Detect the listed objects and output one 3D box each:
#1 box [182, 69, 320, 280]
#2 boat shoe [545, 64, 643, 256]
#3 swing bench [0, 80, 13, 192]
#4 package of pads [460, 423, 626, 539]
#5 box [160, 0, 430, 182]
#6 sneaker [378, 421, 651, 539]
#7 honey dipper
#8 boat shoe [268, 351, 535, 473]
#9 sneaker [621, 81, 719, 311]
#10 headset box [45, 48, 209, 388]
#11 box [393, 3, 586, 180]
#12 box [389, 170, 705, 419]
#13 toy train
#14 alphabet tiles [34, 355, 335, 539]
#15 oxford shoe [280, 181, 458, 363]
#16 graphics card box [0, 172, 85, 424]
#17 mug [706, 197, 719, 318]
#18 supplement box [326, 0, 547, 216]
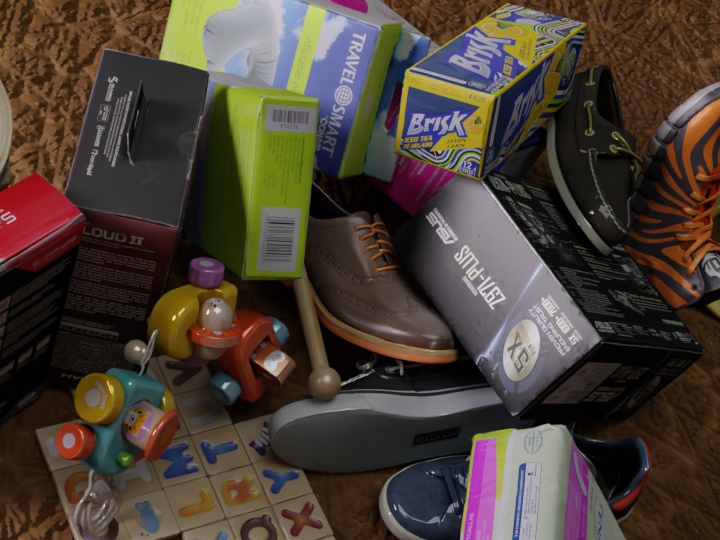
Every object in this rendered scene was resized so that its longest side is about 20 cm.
[{"bbox_3d":[-0.089,-0.072,1.001,0.048,0.122,0.200,1,12,-23],"label":"box"},{"bbox_3d":[0.182,-0.093,1.100,0.072,0.060,0.201,47,24,-34],"label":"boat shoe"},{"bbox_3d":[-0.305,-0.012,0.882,0.200,0.199,0.130,-29,68,-35],"label":"swing bench"},{"bbox_3d":[0.123,0.208,0.881,0.068,0.200,0.155,-13,39,23],"label":"package of pads"},{"bbox_3d":[-0.057,-0.152,1.098,0.200,0.122,0.048,22,18,19],"label":"box"},{"bbox_3d":[0.112,0.143,0.995,0.199,0.085,0.075,-4,55,-23],"label":"sneaker"},{"bbox_3d":[-0.045,0.004,1.001,0.038,0.038,0.200,1,54,-20],"label":"honey dipper"},{"bbox_3d":[0.026,0.090,1.012,0.199,0.074,0.068,-8,48,-18],"label":"boat shoe"},{"bbox_3d":[0.265,-0.043,1.111,0.077,0.200,0.112,-10,49,-36],"label":"sneaker"},{"bbox_3d":[-0.157,-0.035,0.950,0.077,0.200,0.149,11,48,-8],"label":"headset box"},{"bbox_3d":[0.097,-0.134,1.029,0.070,0.064,0.200,19,30,19],"label":"box"},{"bbox_3d":[0.140,0.020,1.045,0.200,0.086,0.164,8,43,-57],"label":"box"},{"bbox_3d":[-0.105,0.081,0.915,0.056,0.151,0.200,23,52,27],"label":"toy train"},{"bbox_3d":[-0.117,0.143,0.958,0.167,0.008,0.200,-12,59,-28],"label":"alphabet tiles"},{"bbox_3d":[0.000,0.000,1.029,0.071,0.073,0.200,-5,32,-46],"label":"oxford shoe"},{"bbox_3d":[-0.240,0.041,0.863,0.051,0.200,0.125,42,51,14],"label":"graphics card box"},{"bbox_3d":[0.340,-0.058,1.211,0.186,0.150,0.153,28,40,-7],"label":"mug"},{"bbox_3d":[0.037,-0.127,1.150,0.200,0.103,0.101,41,23,12],"label":"supplement box"}]
